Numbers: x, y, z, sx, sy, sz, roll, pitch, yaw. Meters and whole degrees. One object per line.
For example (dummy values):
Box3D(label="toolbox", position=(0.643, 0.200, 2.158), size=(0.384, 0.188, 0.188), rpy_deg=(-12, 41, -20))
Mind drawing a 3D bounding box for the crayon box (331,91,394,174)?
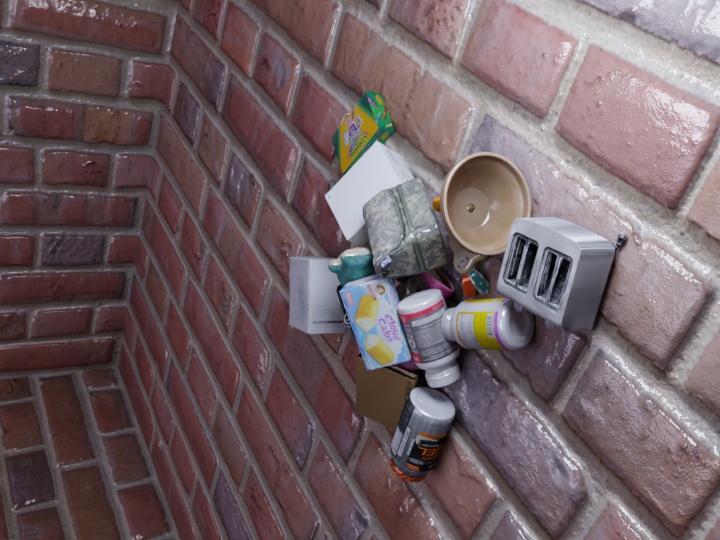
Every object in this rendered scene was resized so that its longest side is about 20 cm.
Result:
Box3D(label="crayon box", position=(0.003, -0.365, 1.880), size=(0.200, 0.057, 0.121), rpy_deg=(-45, 56, 46))

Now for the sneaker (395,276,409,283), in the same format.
Box3D(label="sneaker", position=(0.077, -0.053, 1.793), size=(0.083, 0.072, 0.200), rpy_deg=(-56, 50, 15))

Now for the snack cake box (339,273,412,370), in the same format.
Box3D(label="snack cake box", position=(0.042, 0.117, 1.625), size=(0.112, 0.067, 0.205), rpy_deg=(-15, 101, 21))

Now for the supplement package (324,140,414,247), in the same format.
Box3D(label="supplement package", position=(0.034, -0.183, 1.746), size=(0.200, 0.110, 0.158), rpy_deg=(-43, 55, 22))

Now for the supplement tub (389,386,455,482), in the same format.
Box3D(label="supplement tub", position=(0.141, 0.390, 1.659), size=(0.123, 0.120, 0.204), rpy_deg=(44, 127, 44))

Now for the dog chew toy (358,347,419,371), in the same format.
Box3D(label="dog chew toy", position=(0.086, 0.207, 1.740), size=(0.197, 0.122, 0.129), rpy_deg=(-6, 87, 47))

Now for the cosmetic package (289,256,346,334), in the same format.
Box3D(label="cosmetic package", position=(-0.123, 0.065, 1.996), size=(0.199, 0.120, 0.206), rpy_deg=(-172, 83, -68))

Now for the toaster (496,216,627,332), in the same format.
Box3D(label="toaster", position=(0.369, -0.003, 1.315), size=(0.180, 0.116, 0.205), rpy_deg=(33, 118, 48))

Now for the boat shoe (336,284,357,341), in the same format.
Box3D(label="boat shoe", position=(-0.005, 0.116, 1.741), size=(0.074, 0.062, 0.203), rpy_deg=(-32, 55, 11))

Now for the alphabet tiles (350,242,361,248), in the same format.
Box3D(label="alphabet tiles", position=(-0.018, 0.002, 1.889), size=(0.196, 0.014, 0.206), rpy_deg=(-115, 29, -71))

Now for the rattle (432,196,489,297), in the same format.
Box3D(label="rattle", position=(0.218, -0.045, 1.520), size=(0.127, 0.142, 0.206), rpy_deg=(11, 93, 29))

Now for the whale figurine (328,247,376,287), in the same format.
Box3D(label="whale figurine", position=(0.000, 0.000, 1.678), size=(0.200, 0.154, 0.107), rpy_deg=(66, -160, -81))

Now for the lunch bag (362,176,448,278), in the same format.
Box3D(label="lunch bag", position=(0.095, -0.088, 1.584), size=(0.140, 0.164, 0.204), rpy_deg=(61, -168, -51))

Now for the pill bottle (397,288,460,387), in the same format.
Box3D(label="pill bottle", position=(0.163, 0.156, 1.599), size=(0.110, 0.109, 0.205), rpy_deg=(-6, 107, 54))

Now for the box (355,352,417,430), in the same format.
Box3D(label="box", position=(0.061, 0.308, 1.739), size=(0.160, 0.021, 0.204), rpy_deg=(20, 132, 22))

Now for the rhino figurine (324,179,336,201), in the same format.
Box3D(label="rhino figurine", position=(-0.052, -0.199, 1.966), size=(0.200, 0.058, 0.090), rpy_deg=(42, 135, 50))

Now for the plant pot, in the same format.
Box3D(label="plant pot", position=(0.245, -0.133, 1.443), size=(0.093, 0.195, 0.207), rpy_deg=(178, 90, -75))

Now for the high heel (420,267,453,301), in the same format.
Box3D(label="high heel", position=(0.159, -0.020, 1.653), size=(0.096, 0.066, 0.205), rpy_deg=(-42, 62, 59))

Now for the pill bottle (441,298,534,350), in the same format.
Box3D(label="pill bottle", position=(0.262, 0.114, 1.484), size=(0.198, 0.102, 0.108), rpy_deg=(-6, 87, 54))
